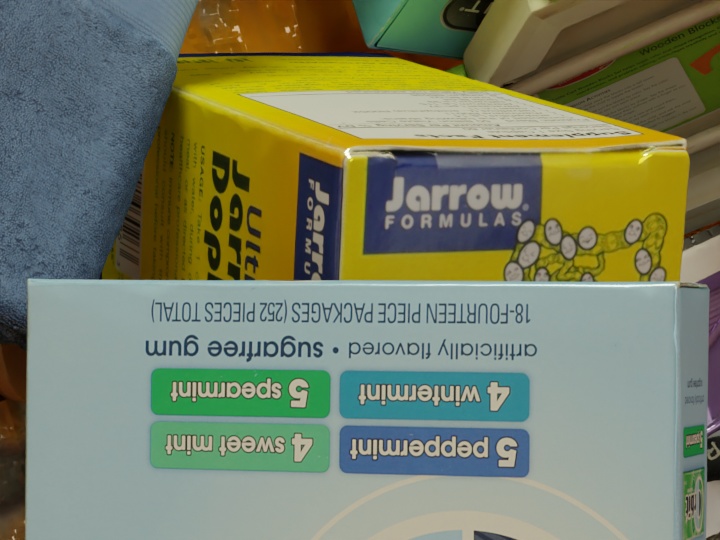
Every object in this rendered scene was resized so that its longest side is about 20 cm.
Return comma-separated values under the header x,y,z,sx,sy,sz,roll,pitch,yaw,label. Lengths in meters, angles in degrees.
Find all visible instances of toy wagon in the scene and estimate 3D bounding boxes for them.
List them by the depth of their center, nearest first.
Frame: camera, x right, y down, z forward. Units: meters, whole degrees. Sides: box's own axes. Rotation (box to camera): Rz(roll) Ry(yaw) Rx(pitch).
x,y,z,sx,sy,sz,roll,pitch,yaw,label
0.104,-0.078,0.850,0.154,0.200,0.040,-23,54,12,toy wagon

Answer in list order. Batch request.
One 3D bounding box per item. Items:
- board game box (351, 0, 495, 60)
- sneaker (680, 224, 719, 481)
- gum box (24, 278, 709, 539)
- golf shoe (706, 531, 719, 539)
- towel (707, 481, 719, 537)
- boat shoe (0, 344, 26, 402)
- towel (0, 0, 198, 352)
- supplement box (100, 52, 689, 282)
x,y,z,sx,sy,sz,roll,pitch,yaw,label
0.104,-0.146,0.835,0.150,0.200,0.047,5,52,-32,board game box
0.142,0.027,0.880,0.199,0.076,0.088,-21,82,-51,sneaker
-0.001,0.103,0.622,0.168,0.045,0.202,1,89,18,gum box
0.078,0.118,0.728,0.199,0.092,0.073,19,50,-54,golf shoe
0.132,0.090,0.863,0.200,0.031,0.149,43,30,-5,towel
-0.126,-0.050,0.821,0.070,0.070,0.202,-5,65,14,boat shoe
-0.097,-0.083,0.727,0.111,0.048,0.201,32,68,-37,towel
0.000,0.000,0.762,0.108,0.200,0.111,-2,102,-24,supplement box
